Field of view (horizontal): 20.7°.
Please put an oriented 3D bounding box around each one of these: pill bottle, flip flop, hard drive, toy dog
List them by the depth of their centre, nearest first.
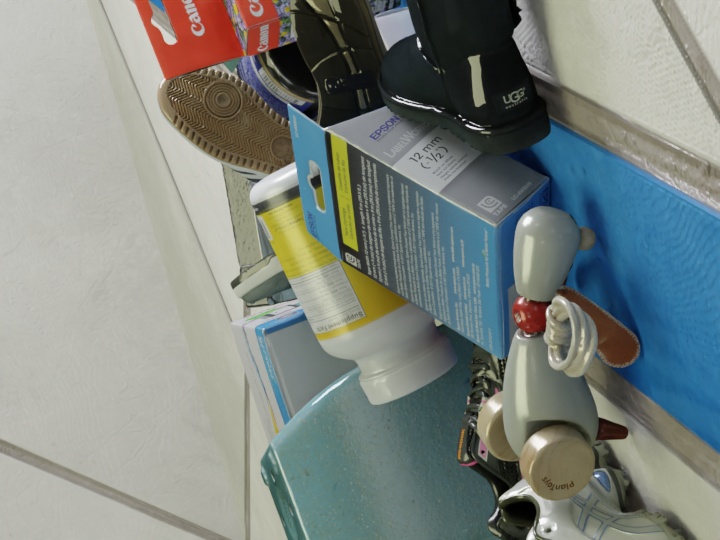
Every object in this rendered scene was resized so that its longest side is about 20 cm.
[{"bbox_3d":[0.144,0.059,1.329,0.132,0.096,0.201,-116,28,-41],"label":"toy dog"},{"bbox_3d":[-0.002,-0.137,1.477,0.058,0.080,0.201,-56,-45,-56],"label":"flip flop"},{"bbox_3d":[0.000,0.000,1.585,0.201,0.111,0.112,63,169,-6],"label":"pill bottle"},{"bbox_3d":[-0.048,-0.187,1.692,0.200,0.111,0.113,162,89,-77],"label":"pill bottle"},{"bbox_3d":[-0.065,-0.075,1.838,0.038,0.139,0.202,-8,93,42],"label":"hard drive"}]

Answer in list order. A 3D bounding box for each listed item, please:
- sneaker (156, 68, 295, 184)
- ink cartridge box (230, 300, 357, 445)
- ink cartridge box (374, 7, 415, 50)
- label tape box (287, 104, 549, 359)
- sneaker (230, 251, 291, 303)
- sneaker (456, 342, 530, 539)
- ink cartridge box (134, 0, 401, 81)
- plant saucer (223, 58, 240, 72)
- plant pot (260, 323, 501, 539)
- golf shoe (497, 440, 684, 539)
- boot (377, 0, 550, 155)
[{"bbox_3d":[-0.088,-0.102,1.684,0.071,0.199,0.108,-66,8,-14],"label":"sneaker"},{"bbox_3d":[-0.027,0.098,1.952,0.200,0.146,0.147,179,71,-77],"label":"ink cartridge box"},{"bbox_3d":[0.062,-0.079,1.525,0.163,0.057,0.201,93,160,-60],"label":"ink cartridge box"},{"bbox_3d":[0.044,-0.044,1.437,0.199,0.066,0.144,33,149,30],"label":"label tape box"},{"bbox_3d":[-0.007,0.015,1.697,0.121,0.199,0.084,63,-156,-4],"label":"sneaker"},{"bbox_3d":[0.109,0.114,1.506,0.080,0.086,0.202,153,98,-75],"label":"sneaker"},{"bbox_3d":[-0.076,-0.232,1.536,0.050,0.199,0.110,102,147,-68],"label":"ink cartridge box"},{"bbox_3d":[-0.075,-0.263,1.618,0.070,0.019,0.201,135,155,-69],"label":"plant saucer"},{"bbox_3d":[0.023,0.179,1.727,0.196,0.199,0.198,117,133,-75],"label":"plant pot"},{"bbox_3d":[0.166,0.200,1.370,0.200,0.097,0.079,-134,29,-59],"label":"golf shoe"},{"bbox_3d":[0.054,-0.181,1.325,0.200,0.076,0.169,39,148,61],"label":"boot"}]
